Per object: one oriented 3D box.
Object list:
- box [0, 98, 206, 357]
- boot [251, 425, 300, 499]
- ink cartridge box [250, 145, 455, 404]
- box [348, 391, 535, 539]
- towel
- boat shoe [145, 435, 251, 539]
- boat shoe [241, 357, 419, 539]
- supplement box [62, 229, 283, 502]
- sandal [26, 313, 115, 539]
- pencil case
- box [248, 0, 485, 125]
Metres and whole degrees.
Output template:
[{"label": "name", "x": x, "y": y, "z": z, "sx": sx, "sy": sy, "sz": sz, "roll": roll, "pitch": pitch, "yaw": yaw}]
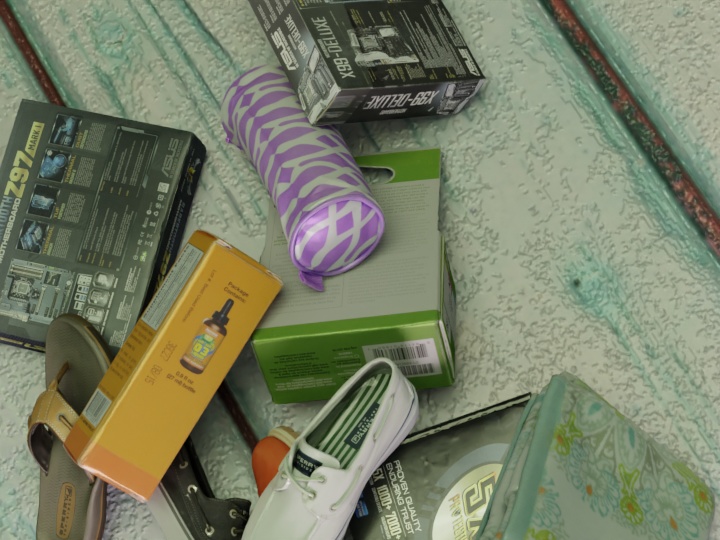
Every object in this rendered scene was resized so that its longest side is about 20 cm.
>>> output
[{"label": "box", "x": -0.228, "y": -0.030, "z": 1.794, "sx": 0.157, "sy": 0.051, "sz": 0.200, "roll": 11, "pitch": 77, "yaw": 14}, {"label": "boot", "x": -0.065, "y": 0.208, "z": 1.638, "sx": 0.107, "sy": 0.075, "sz": 0.200, "roll": -9, "pitch": 58, "yaw": -15}, {"label": "ink cartridge box", "x": 0.000, "y": 0.000, "z": 1.732, "sx": 0.148, "sy": 0.076, "sz": 0.200, "roll": -6, "pitch": 44, "yaw": 10}, {"label": "box", "x": 0.088, "y": 0.216, "z": 1.636, "sx": 0.163, "sy": 0.086, "sz": 0.200, "roll": -19, "pitch": 70, "yaw": 5}, {"label": "towel", "x": 0.171, "y": 0.186, "z": 1.564, "sx": 0.171, "sy": 0.048, "sz": 0.200, "roll": 40, "pitch": 44, "yaw": -13}, {"label": "boat shoe", "x": -0.115, "y": 0.193, "z": 1.699, "sx": 0.066, "sy": 0.070, "sz": 0.200, "roll": -35, "pitch": 62, "yaw": 1}, {"label": "boat shoe", "x": -0.033, "y": 0.146, "z": 1.596, "sx": 0.073, "sy": 0.067, "sz": 0.200, "roll": 22, "pitch": 67, "yaw": 27}, {"label": "supplement box", "x": -0.143, "y": 0.070, "z": 1.662, "sx": 0.066, "sy": 0.069, "sz": 0.200, "roll": 33, "pitch": 90, "yaw": -21}, {"label": "sandal", "x": -0.234, "y": 0.135, "z": 1.713, "sx": 0.082, "sy": 0.055, "sz": 0.200, "roll": 13, "pitch": 97, "yaw": 38}, {"label": "pencil case", "x": -0.050, "y": -0.079, "z": 1.715, "sx": 0.086, "sy": 0.084, "sz": 0.200, "roll": -49, "pitch": 39, "yaw": 17}, {"label": "box", "x": -0.009, "y": -0.213, "z": 1.755, "sx": 0.050, "sy": 0.158, "sz": 0.200, "roll": -47, "pitch": 63, "yaw": 43}]
